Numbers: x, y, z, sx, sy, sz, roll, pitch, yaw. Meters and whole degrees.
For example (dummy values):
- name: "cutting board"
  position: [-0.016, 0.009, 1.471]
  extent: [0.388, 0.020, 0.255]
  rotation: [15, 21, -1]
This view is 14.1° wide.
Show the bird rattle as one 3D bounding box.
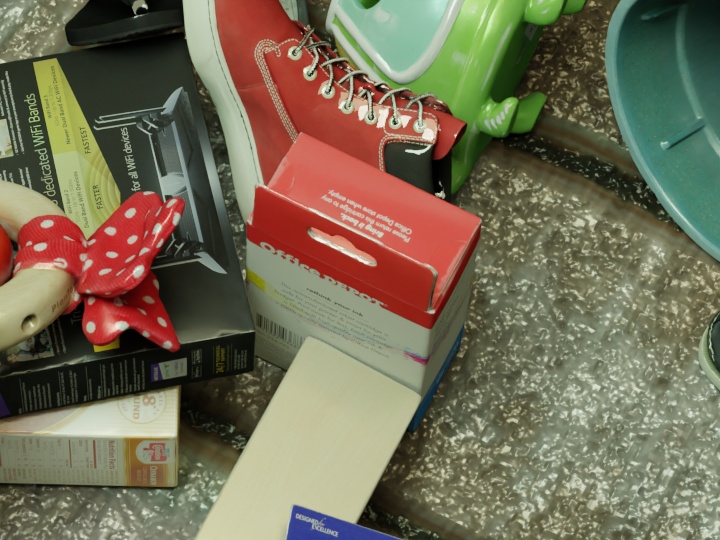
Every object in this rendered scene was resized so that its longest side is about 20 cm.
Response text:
- name: "bird rattle"
  position: [-0.196, -0.001, 1.526]
  extent: [0.200, 0.113, 0.163]
  rotation: [-37, 52, -22]

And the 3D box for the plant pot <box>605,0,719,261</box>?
- name: "plant pot"
  position: [0.283, -0.123, 1.713]
  extent: [0.196, 0.200, 0.200]
  rotation: [-31, 69, -26]

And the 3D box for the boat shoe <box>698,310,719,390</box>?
- name: "boat shoe"
  position: [0.284, 0.079, 1.670]
  extent: [0.199, 0.066, 0.074]
  rotation: [41, 68, 16]

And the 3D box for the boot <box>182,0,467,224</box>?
- name: "boot"
  position: [-0.015, -0.116, 1.655]
  extent: [0.144, 0.201, 0.072]
  rotation: [-4, 28, 26]

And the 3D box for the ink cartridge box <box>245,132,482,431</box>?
- name: "ink cartridge box"
  position: [0.000, 0.000, 1.618]
  extent: [0.116, 0.200, 0.067]
  rotation: [26, 64, 9]

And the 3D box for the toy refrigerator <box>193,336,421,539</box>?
- name: "toy refrigerator"
  position: [-0.046, 0.145, 1.619]
  extent: [0.076, 0.070, 0.200]
  rotation: [27, 65, 2]

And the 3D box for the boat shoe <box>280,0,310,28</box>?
- name: "boat shoe"
  position: [-0.065, -0.180, 1.783]
  extent: [0.075, 0.060, 0.201]
  rotation: [-13, 65, -10]

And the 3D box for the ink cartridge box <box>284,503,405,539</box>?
- name: "ink cartridge box"
  position: [-0.011, 0.232, 1.552]
  extent: [0.094, 0.037, 0.201]
  rotation: [21, 70, -30]

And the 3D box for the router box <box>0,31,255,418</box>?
- name: "router box"
  position: [-0.154, -0.026, 1.624]
  extent: [0.156, 0.052, 0.201]
  rotation: [-10, 62, -9]

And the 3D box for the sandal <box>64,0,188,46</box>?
- name: "sandal"
  position: [-0.136, -0.169, 1.711]
  extent: [0.075, 0.200, 0.045]
  rotation: [-8, 107, 1]

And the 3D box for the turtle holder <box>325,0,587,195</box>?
- name: "turtle holder"
  position: [0.048, -0.134, 1.738]
  extent: [0.131, 0.186, 0.141]
  rotation: [25, 32, 8]

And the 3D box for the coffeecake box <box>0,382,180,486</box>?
- name: "coffeecake box"
  position: [-0.200, 0.038, 1.659]
  extent: [0.199, 0.073, 0.154]
  rotation: [2, 62, -3]
